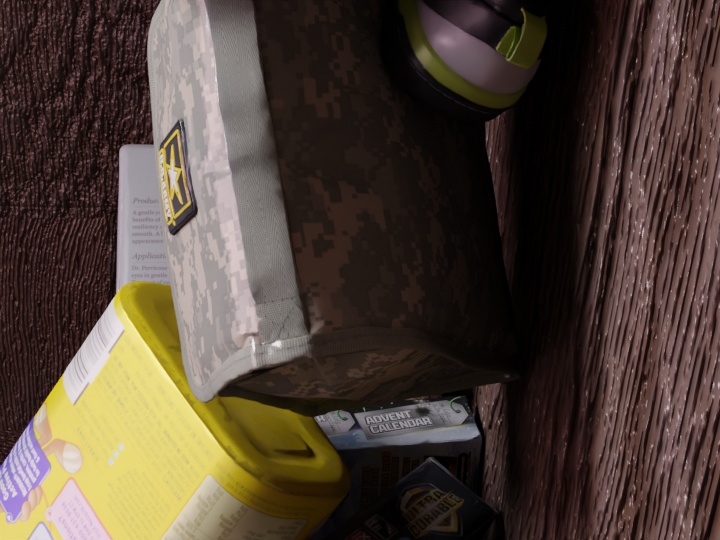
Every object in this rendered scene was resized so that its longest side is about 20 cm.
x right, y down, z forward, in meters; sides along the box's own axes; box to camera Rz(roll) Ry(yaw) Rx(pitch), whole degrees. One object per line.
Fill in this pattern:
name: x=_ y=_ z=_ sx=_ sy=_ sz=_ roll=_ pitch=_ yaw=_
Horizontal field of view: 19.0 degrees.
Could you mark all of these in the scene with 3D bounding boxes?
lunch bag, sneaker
lunch bag: x=-0.019 y=-0.032 z=0.849 sx=0.200 sy=0.117 sz=0.164 roll=23 pitch=-123 yaw=-70
sneaker: x=0.054 y=-0.145 z=0.827 sx=0.083 sy=0.072 sz=0.200 roll=-45 pitch=38 yaw=43

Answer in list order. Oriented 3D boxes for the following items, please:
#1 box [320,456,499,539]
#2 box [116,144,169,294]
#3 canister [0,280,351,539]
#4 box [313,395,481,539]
box: x=-0.041 y=0.199 z=0.952 sx=0.200 sy=0.050 sz=0.199 roll=-32 pitch=-27 yaw=-51
box: x=-0.156 y=-0.022 z=2.271 sx=0.200 sy=0.199 sz=0.172 roll=106 pitch=164 yaw=-72
canister: x=-0.107 y=0.123 z=0.963 sx=0.200 sy=0.087 sz=0.149 roll=-54 pitch=53 yaw=21
box: x=-0.016 y=0.157 z=1.074 sx=0.040 sy=0.137 sz=0.200 roll=-111 pitch=21 yaw=-56
